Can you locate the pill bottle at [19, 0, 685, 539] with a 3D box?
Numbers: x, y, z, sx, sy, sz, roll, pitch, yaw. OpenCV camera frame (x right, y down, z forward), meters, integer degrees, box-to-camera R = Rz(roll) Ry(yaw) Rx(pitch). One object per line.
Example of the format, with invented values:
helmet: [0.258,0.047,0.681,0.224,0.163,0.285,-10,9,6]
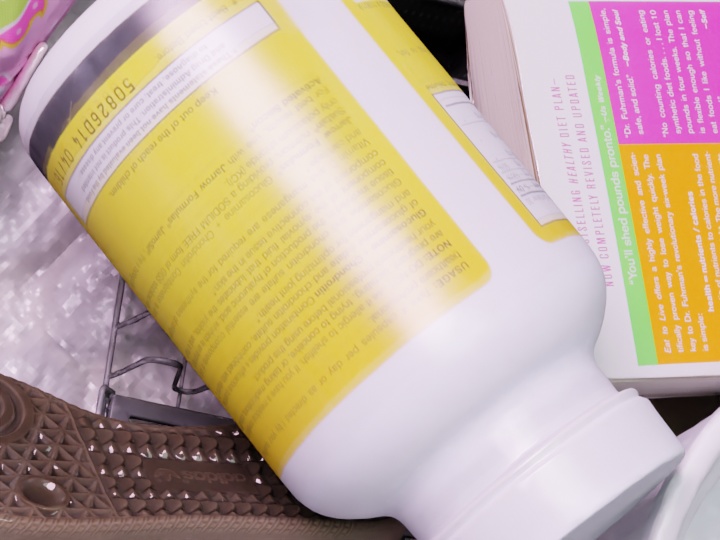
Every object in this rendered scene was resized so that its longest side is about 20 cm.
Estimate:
pill bottle: [0.000,0.000,0.869,0.112,0.112,0.200,-34,78,-21]

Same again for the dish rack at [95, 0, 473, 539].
dish rack: [-0.009,0.007,0.968,0.153,0.055,0.201,12,75,-13]

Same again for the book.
book: [0.135,-0.028,0.979,0.200,0.048,0.134,-1,79,-26]

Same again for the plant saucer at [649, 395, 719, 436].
plant saucer: [0.151,0.052,1.013,0.200,0.029,0.201,4,77,-18]

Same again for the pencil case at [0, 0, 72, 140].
pencil case: [-0.106,-0.121,0.944,0.087,0.087,0.200,36,70,-6]

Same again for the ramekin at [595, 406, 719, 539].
ramekin: [0.155,0.125,0.928,0.200,0.098,0.201,5,75,-20]

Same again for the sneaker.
sneaker: [-0.084,0.082,0.884,0.200,0.076,0.071,10,34,-22]
